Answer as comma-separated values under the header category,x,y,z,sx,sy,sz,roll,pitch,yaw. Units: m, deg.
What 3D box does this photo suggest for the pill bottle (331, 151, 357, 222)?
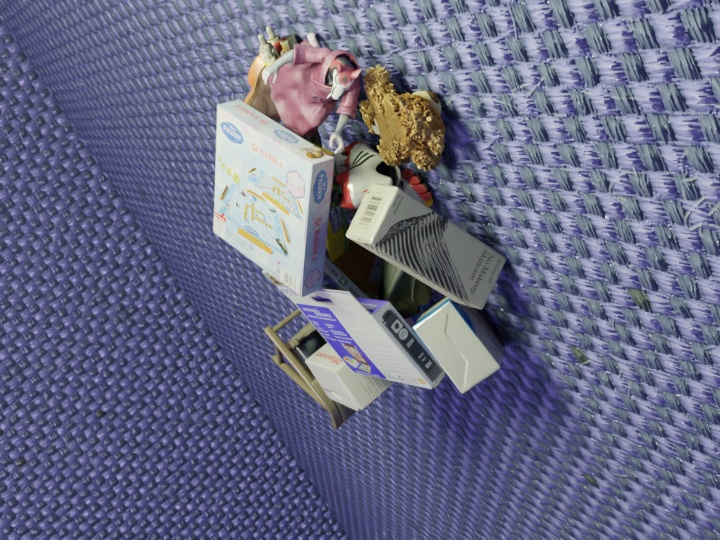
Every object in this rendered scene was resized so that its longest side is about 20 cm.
category,x,y,z,sx,sy,sz,roll,pitch,yaw
pill bottle,-0.058,-0.119,1.605,0.113,0.113,0.200,55,162,-8

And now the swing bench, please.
category,x,y,z,sx,sy,sz,roll,pitch,yaw
swing bench,-0.032,0.141,1.897,0.200,0.199,0.130,44,161,24

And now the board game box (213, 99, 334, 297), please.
category,x,y,z,sx,sy,sz,roll,pitch,yaw
board game box,-0.121,-0.098,1.401,0.200,0.041,0.200,35,132,35

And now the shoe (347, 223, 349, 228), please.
category,x,y,z,sx,sy,sz,roll,pitch,yaw
shoe,-0.022,-0.029,1.784,0.200,0.053,0.070,46,161,20

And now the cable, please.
category,x,y,z,sx,sy,sz,roll,pitch,yaw
cable,-0.097,-0.248,1.474,0.097,0.050,0.201,-87,-14,-55

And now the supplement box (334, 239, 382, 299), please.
category,x,y,z,sx,sy,sz,roll,pitch,yaw
supplement box,0.000,0.000,1.612,0.199,0.069,0.067,20,160,-2

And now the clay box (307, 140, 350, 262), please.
category,x,y,z,sx,sy,sz,roll,pitch,yaw
clay box,-0.080,-0.115,1.460,0.115,0.048,0.201,29,145,32

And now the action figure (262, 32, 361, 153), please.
category,x,y,z,sx,sy,sz,roll,pitch,yaw
action figure,-0.039,-0.234,1.323,0.134,0.149,0.200,53,156,-15

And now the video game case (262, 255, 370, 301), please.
category,x,y,z,sx,sy,sz,roll,pitch,yaw
video game case,-0.044,0.046,1.576,0.182,0.022,0.200,44,158,-16

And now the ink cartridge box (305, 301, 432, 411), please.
category,x,y,z,sx,sy,sz,roll,pitch,yaw
ink cartridge box,0.026,0.127,1.719,0.084,0.200,0.146,57,162,-15

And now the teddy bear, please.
category,x,y,z,sx,sy,sz,roll,pitch,yaw
teddy bear,0.054,-0.185,1.298,0.145,0.067,0.200,59,170,10

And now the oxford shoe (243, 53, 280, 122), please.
category,x,y,z,sx,sy,sz,roll,pitch,yaw
oxford shoe,-0.133,-0.255,1.607,0.073,0.071,0.200,44,161,11

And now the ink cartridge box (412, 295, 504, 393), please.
category,x,y,z,sx,sy,sz,roll,pitch,yaw
ink cartridge box,0.144,0.092,1.498,0.116,0.067,0.200,53,-168,0

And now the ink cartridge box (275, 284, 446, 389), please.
category,x,y,z,sx,sy,sz,roll,pitch,yaw
ink cartridge box,-0.001,0.079,1.483,0.200,0.043,0.198,49,156,-27

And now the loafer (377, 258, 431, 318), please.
category,x,y,z,sx,sy,sz,roll,pitch,yaw
loafer,0.066,0.012,1.495,0.200,0.069,0.076,100,164,-65

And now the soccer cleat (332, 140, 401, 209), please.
category,x,y,z,sx,sy,sz,roll,pitch,yaw
soccer cleat,0.014,-0.131,1.419,0.200,0.085,0.069,-74,-22,-70

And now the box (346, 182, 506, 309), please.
category,x,y,z,sx,sy,sz,roll,pitch,yaw
box,0.085,-0.030,1.334,0.200,0.082,0.068,28,174,-30

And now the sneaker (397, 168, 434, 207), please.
category,x,y,z,sx,sy,sz,roll,pitch,yaw
sneaker,0.036,-0.080,1.492,0.078,0.082,0.200,50,163,7
